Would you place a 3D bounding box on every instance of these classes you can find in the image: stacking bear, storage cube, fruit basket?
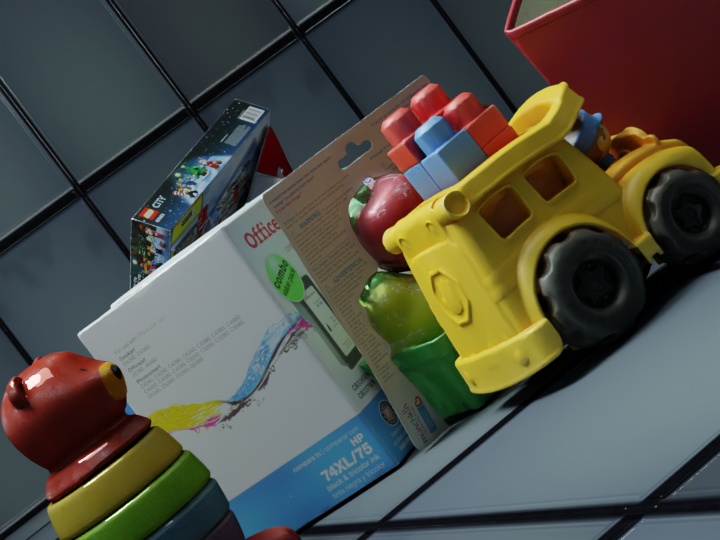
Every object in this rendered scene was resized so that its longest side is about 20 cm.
[{"bbox_3d":[-0.150,0.138,1.338,0.114,0.200,0.121,-36,3,20],"label":"stacking bear"},{"bbox_3d":[0.229,-0.180,1.404,0.200,0.180,0.171,-24,33,35],"label":"storage cube"},{"bbox_3d":[0.039,-0.007,1.417,0.185,0.200,0.094,-40,6,-39],"label":"fruit basket"}]

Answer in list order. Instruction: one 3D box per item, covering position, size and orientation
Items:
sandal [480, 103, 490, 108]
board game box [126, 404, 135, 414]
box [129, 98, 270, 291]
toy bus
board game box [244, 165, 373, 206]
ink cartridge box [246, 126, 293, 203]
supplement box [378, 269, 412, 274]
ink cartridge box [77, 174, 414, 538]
[{"bbox_3d":[0.040,-0.067,1.767,0.082,0.055,0.200,7,-54,-52],"label":"sandal"},{"bbox_3d":[-0.147,0.084,1.669,0.196,0.056,0.200,-73,5,-85],"label":"board game box"},{"bbox_3d":[-0.138,-0.040,1.821,0.200,0.038,0.137,-55,-22,-48],"label":"box"},{"bbox_3d":[0.112,-0.048,1.318,0.200,0.192,0.136,-37,1,-25],"label":"toy bus"},{"bbox_3d":[0.000,0.000,1.720,0.152,0.045,0.200,-21,-43,-6],"label":"board game box"},{"bbox_3d":[-0.054,-0.015,1.907,0.200,0.084,0.176,64,-141,-75],"label":"ink cartridge box"},{"bbox_3d":[0.013,0.043,1.634,0.200,0.126,0.074,-37,3,14],"label":"supplement box"},{"bbox_3d":[-0.064,0.065,1.471,0.146,0.200,0.147,-35,4,26],"label":"ink cartridge box"}]
